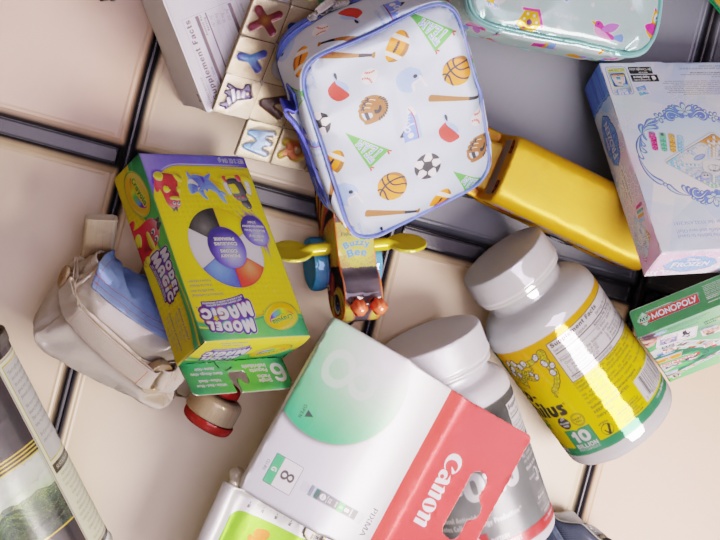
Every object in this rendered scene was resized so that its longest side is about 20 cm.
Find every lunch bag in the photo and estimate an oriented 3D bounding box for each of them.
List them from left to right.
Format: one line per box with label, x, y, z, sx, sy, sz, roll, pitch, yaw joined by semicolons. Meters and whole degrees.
lunch bag;0.016;-0.132;1.412;0.159;0.076;0.201;-25;127;-8
lunch bag;0.170;-0.273;1.536;0.198;0.077;0.162;10;90;-18

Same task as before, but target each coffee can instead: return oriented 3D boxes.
coffee can;-0.308;0.166;1.419;0.145;0.146;0.201;-28;104;-11

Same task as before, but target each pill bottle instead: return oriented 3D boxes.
pill bottle;0.090;0.151;1.547;0.113;0.114;0.202;-23;103;-12
pill bottle;0.181;0.065;1.565;0.113;0.113;0.201;-39;106;-8

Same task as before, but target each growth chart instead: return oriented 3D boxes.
growth chart;-0.049;0.249;1.495;0.198;0.018;0.146;16;92;-13

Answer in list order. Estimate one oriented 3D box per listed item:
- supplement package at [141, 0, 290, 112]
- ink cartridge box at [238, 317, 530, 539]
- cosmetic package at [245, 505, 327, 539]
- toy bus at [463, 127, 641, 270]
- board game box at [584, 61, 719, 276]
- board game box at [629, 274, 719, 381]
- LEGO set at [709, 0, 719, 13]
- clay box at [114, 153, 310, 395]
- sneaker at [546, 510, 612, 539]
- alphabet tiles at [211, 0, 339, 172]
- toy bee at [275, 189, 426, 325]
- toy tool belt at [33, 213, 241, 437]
supplement package;-0.068;-0.221;1.458;0.198;0.114;0.110;-24;104;-13
ink cartridge box;0.022;0.158;1.453;0.199;0.050;0.162;29;85;2
cosmetic package;-0.063;0.248;1.537;0.103;0.073;0.201;32;87;-16
toy bus;0.166;-0.068;1.562;0.199;0.078;0.066;24;90;-17
board game box;0.319;-0.094;1.560;0.198;0.043;0.201;-2;59;-19
board game box;0.348;0.033;1.555;0.198;0.135;0.029;-23;63;13
LEGO set;0.369;-0.293;1.547;0.116;0.200;0.154;-43;85;-9
clay box;-0.117;0.002;1.433;0.114;0.048;0.201;-2;62;-44
sneaker;0.190;0.318;1.616;0.145;0.077;0.204;-31;103;-8
alphabet tiles;-0.018;-0.155;1.430;0.198;0.006;0.168;11;113;-31
toy bee;0.000;0.000;1.508;0.130;0.109;0.202;-26;103;-13
toy tool belt;-0.165;0.045;1.459;0.199;0.125;0.124;29;97;-18
